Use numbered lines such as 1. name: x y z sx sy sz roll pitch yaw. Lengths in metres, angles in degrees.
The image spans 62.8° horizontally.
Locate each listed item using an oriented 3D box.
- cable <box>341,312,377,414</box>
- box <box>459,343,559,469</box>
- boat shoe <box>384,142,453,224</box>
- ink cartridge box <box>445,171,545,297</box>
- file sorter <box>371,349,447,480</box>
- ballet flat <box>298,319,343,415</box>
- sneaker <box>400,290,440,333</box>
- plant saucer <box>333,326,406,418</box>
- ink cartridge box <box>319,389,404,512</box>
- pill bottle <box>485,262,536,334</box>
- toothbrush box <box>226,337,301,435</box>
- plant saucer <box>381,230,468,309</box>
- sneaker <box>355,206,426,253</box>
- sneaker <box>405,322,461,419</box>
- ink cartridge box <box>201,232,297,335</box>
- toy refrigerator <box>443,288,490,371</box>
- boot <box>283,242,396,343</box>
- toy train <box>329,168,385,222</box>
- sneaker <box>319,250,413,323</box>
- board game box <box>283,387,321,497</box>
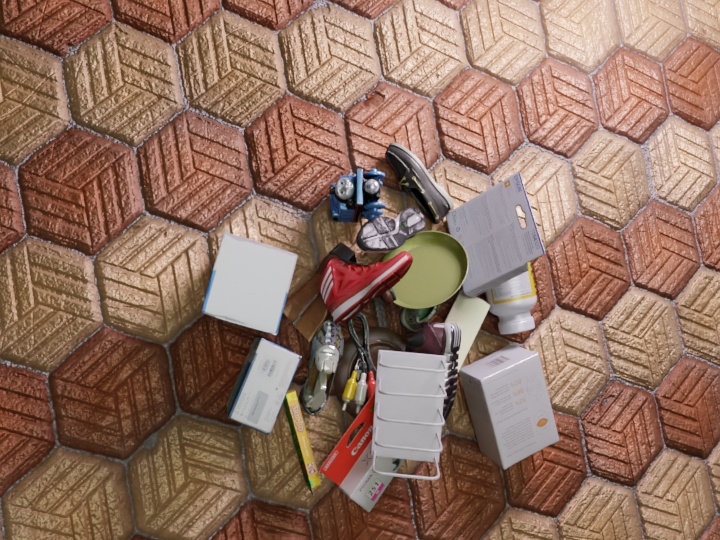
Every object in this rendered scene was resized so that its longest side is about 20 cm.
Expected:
1. cable: 0.011 0.188 1.211 0.094 0.050 0.208 5 84 -12
2. box: 0.319 0.290 1.275 0.148 0.106 0.207 -19 100 -16
3. boat shoe: 0.121 -0.192 1.301 0.201 0.072 0.061 45 76 -7
4. ink cartridge box: 0.285 -0.074 1.249 0.043 0.197 0.202 21 51 -45
5. file sorter: 0.091 0.266 1.102 0.133 0.125 0.208 4 91 3
6. ballet flat: -0.073 0.202 1.175 0.070 0.072 0.206 12 109 -12
7. sneaker: 0.165 0.047 1.282 0.076 0.088 0.203 33 78 -9
8. plant saucer: 0.037 0.224 1.260 0.193 0.037 0.208 1 84 -14
9. ink cartridge box: 0.027 0.365 1.194 0.202 0.043 0.175 -52 136 -14
10. pill bottle: 0.330 0.032 1.315 0.108 0.112 0.208 -10 88 -15
11. toothbrush box: -0.187 0.211 1.117 0.083 0.200 0.150 24 80 -9
12. plant saucer: 0.135 0.004 1.255 0.193 0.031 0.205 -10 51 13
13. sneaker: 0.046 -0.059 1.232 0.198 0.115 0.077 -23 76 -44
14. sneaker: 0.141 0.204 1.218 0.112 0.075 0.208 8 88 30
15. ink cartridge box: -0.213 0.032 1.127 0.140 0.200 0.152 16 81 -10
16. toy refrigerator: 0.204 0.153 1.288 0.074 0.070 0.204 26 79 8
17. boot: -0.046 0.064 1.206 0.187 0.069 0.201 38 75 18
18. toy train: -0.009 -0.148 1.203 0.110 0.200 0.090 -1 85 -3
19. sneaker: 0.000 0.000 1.153 0.198 0.078 0.117 -37 72 1
20. board game box: -0.119 0.338 1.176 0.029 0.095 0.207 -13 88 -15
